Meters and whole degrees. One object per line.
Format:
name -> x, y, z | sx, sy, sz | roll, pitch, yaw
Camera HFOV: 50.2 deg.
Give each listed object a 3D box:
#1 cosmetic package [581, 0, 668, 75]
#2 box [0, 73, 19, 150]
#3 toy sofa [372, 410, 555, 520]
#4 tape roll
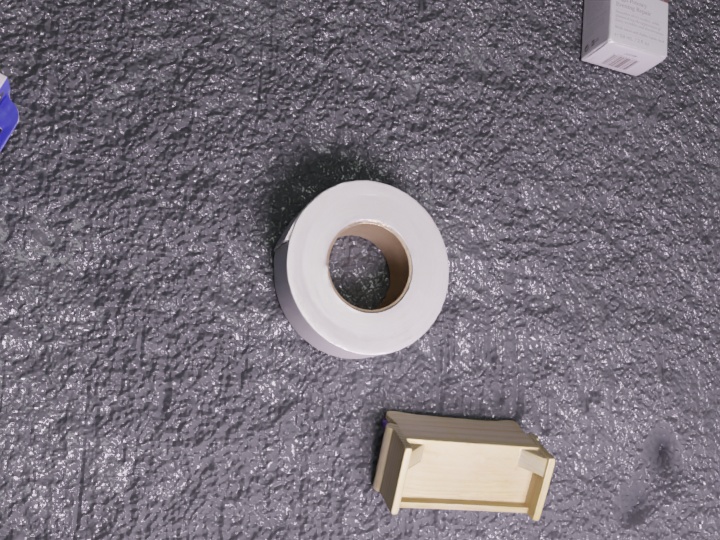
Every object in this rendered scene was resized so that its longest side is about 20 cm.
cosmetic package -> 0.379, -0.392, 1.098 | 0.100, 0.074, 0.203 | 9, 79, -17
box -> -0.462, -0.183, 0.790 | 0.198, 0.041, 0.120 | 27, 73, -10
toy sofa -> 0.117, 0.229, 0.903 | 0.197, 0.098, 0.084 | 8, 103, -18
tape roll -> 0.000, 0.000, 0.899 | 0.200, 0.071, 0.206 | 3, 80, -18
